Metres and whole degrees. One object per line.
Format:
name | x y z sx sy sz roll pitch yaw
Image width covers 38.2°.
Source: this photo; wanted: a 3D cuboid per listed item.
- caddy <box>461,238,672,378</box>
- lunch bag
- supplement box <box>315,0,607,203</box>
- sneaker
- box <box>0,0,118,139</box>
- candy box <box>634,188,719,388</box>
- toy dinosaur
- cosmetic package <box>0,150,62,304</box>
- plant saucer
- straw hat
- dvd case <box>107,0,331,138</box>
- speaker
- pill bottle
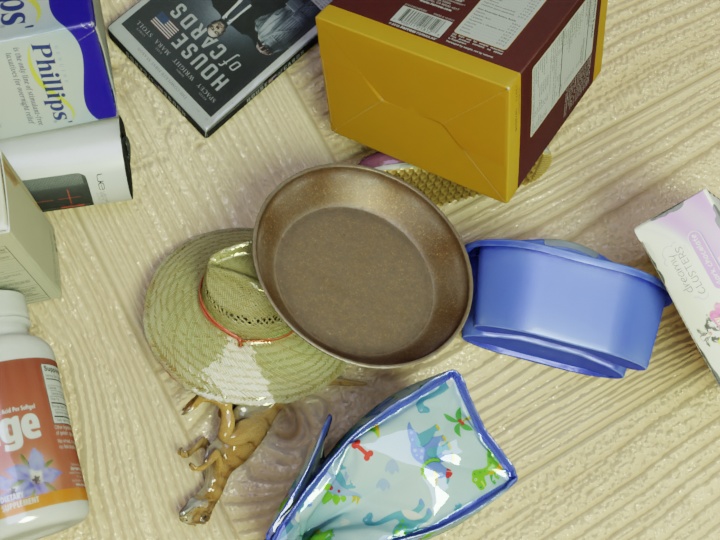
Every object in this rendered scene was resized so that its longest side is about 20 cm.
caddy | 0.182 0.025 0.943 0.196 0.141 0.107 14 78 -1
lunch bag | 0.008 0.181 0.866 0.198 0.170 0.129 -31 79 -11
supplement box | 0.097 -0.206 0.950 0.195 0.134 0.201 25 57 24
sneaker | 0.084 -0.120 1.016 0.196 0.075 0.092 -8 62 -11
box | -0.333 -0.215 0.942 0.196 0.106 0.186 -12 49 -9
candy box | 0.327 0.024 0.924 0.071 0.199 0.170 -30 78 21
toy dinosaur | -0.102 0.135 0.936 0.106 0.060 0.200 45 82 -13
cosmetic package | -0.323 -0.026 0.875 0.103 0.200 0.072 -10 75 -9
plant saucer | 0.000 0.000 0.891 0.196 0.037 0.204 10 55 -14
straw hat | -0.092 0.016 0.918 0.197 0.086 0.204 5 56 -8
dvd case | -0.132 -0.250 1.050 0.150 0.025 0.200 45 74 8
speaker | -0.310 -0.092 0.959 0.196 0.081 0.083 -8 75 -8
pill bottle | -0.305 0.126 0.881 0.110 0.112 0.204 -16 76 -10
